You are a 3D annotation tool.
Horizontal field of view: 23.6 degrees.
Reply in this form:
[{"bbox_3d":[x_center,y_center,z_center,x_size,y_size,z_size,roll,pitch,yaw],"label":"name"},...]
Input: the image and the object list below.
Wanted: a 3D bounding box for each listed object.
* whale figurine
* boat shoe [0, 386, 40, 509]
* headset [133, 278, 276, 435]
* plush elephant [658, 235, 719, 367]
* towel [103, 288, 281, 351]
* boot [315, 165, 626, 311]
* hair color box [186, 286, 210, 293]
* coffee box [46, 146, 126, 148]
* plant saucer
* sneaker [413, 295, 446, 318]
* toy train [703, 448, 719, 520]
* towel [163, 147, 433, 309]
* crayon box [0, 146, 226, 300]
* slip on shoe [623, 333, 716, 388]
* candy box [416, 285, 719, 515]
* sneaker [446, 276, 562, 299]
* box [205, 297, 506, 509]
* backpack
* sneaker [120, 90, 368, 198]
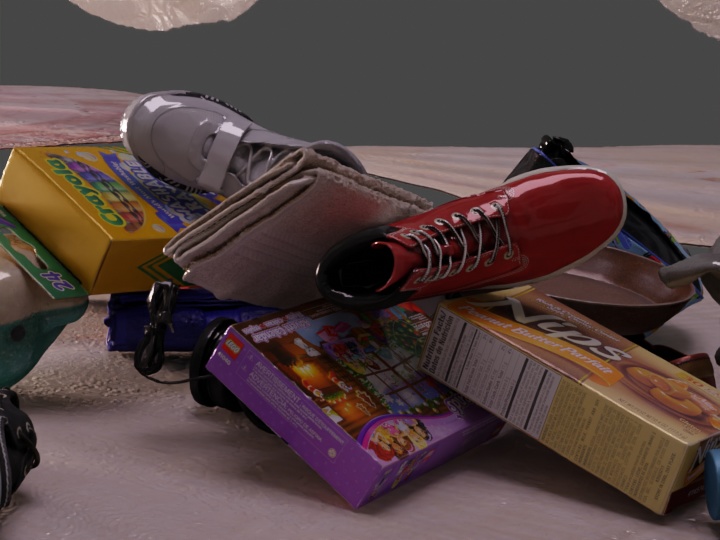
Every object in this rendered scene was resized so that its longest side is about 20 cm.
[{"bbox_3d":[-0.256,0.028,1.278,0.158,0.105,0.199,9,21,37],"label":"whale figurine"},{"bbox_3d":[-0.224,0.103,1.041,0.056,0.069,0.200,-1,10,-18],"label":"boat shoe"},{"bbox_3d":[-0.073,0.060,1.216,0.199,0.095,0.123,8,5,-41],"label":"headset"},{"bbox_3d":[0.294,0.030,1.195,0.164,0.201,0.155,-14,23,-32],"label":"plush elephant"},{"bbox_3d":[-0.102,0.038,1.355,0.198,0.050,0.148,1,-4,-11],"label":"towel"},{"bbox_3d":[0.074,-0.017,1.106,0.199,0.073,0.144,-17,-1,10],"label":"boot"},{"bbox_3d":[-0.097,0.000,1.474,0.199,0.062,0.101,-2,-17,-42],"label":"hair color box"},{"bbox_3d":[-0.230,-0.040,1.508,0.113,0.080,0.200,-3,-14,-9],"label":"coffee box"},{"bbox_3d":[0.154,0.011,1.316,0.199,0.035,0.200,8,13,-2],"label":"plant saucer"},{"bbox_3d":[0.000,0.000,1.384,0.075,0.089,0.200,-32,32,-15],"label":"sneaker"},{"bbox_3d":[0.268,0.137,0.965,0.115,0.085,0.200,-8,12,0],"label":"toy train"},{"bbox_3d":[-0.037,-0.023,1.191,0.132,0.035,0.200,-33,-21,20],"label":"towel"},{"bbox_3d":[-0.180,-0.040,1.284,0.126,0.052,0.199,41,27,29],"label":"crayon box"},{"bbox_3d":[0.195,0.071,1.309,0.074,0.062,0.200,-7,13,-33],"label":"slip on shoe"},{"bbox_3d":[0.150,0.079,1.132,0.199,0.056,0.115,29,21,31],"label":"candy box"},{"bbox_3d":[0.122,0.036,1.444,0.198,0.071,0.093,9,-2,2],"label":"sneaker"},{"bbox_3d":[0.008,0.075,1.143,0.137,0.039,0.200,41,26,18],"label":"box"},{"bbox_3d":[0.201,-0.012,1.526,0.200,0.135,0.183,40,6,2],"label":"backpack"},{"bbox_3d":[-0.074,-0.080,1.272,0.199,0.076,0.115,23,-6,-23],"label":"sneaker"}]
